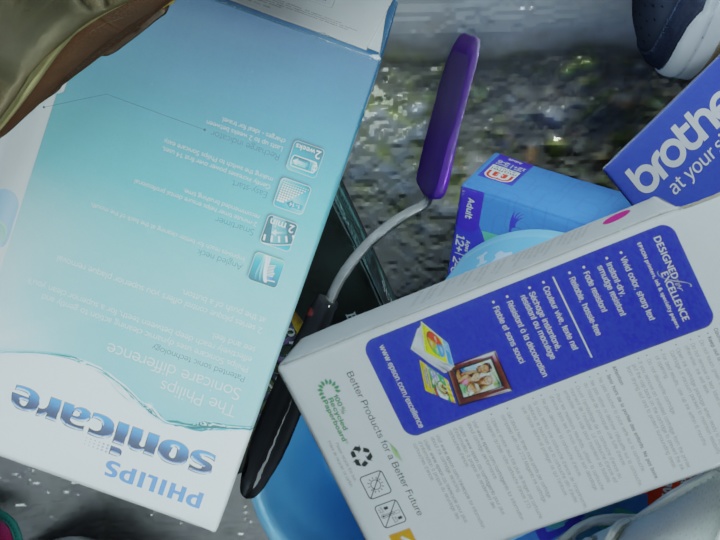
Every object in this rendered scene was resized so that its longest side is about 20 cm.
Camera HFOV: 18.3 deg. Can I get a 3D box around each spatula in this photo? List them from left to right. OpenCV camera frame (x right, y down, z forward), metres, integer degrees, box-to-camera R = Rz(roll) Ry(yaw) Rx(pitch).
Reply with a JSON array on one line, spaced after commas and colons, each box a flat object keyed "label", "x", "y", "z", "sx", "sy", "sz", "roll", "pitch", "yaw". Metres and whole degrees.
[{"label": "spatula", "x": 0.000, "y": 0.000, "z": 0.873, "sx": 0.020, "sy": 0.057, "sz": 0.201, "roll": 29, "pitch": 95, "yaw": -12}]

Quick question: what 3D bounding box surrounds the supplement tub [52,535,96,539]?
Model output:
[{"label": "supplement tub", "x": -0.095, "y": 0.226, "z": 1.055, "sx": 0.122, "sy": 0.123, "sz": 0.200, "roll": -34, "pitch": 122, "yaw": 24}]

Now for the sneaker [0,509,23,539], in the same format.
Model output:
[{"label": "sneaker", "x": -0.213, "y": 0.145, "z": 1.019, "sx": 0.120, "sy": 0.084, "sz": 0.201, "roll": 4, "pitch": 128, "yaw": 8}]

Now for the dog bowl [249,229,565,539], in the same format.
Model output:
[{"label": "dog bowl", "x": 0.035, "y": 0.065, "z": 0.898, "sx": 0.199, "sy": 0.050, "sz": 0.112, "roll": -30, "pitch": 96, "yaw": 34}]

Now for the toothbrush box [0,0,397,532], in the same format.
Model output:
[{"label": "toothbrush box", "x": -0.086, "y": -0.025, "z": 0.836, "sx": 0.145, "sy": 0.085, "sz": 0.201, "roll": 18, "pitch": 111, "yaw": -1}]

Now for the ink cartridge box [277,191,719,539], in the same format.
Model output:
[{"label": "ink cartridge box", "x": 0.076, "y": 0.038, "z": 0.814, "sx": 0.199, "sy": 0.037, "sz": 0.095, "roll": -22, "pitch": 102, "yaw": 25}]

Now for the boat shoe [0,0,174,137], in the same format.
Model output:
[{"label": "boat shoe", "x": -0.088, "y": -0.110, "z": 0.725, "sx": 0.200, "sy": 0.068, "sz": 0.072, "roll": -39, "pitch": 92, "yaw": 17}]

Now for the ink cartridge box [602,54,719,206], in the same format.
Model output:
[{"label": "ink cartridge box", "x": 0.188, "y": -0.067, "z": 0.790, "sx": 0.200, "sy": 0.044, "sz": 0.094, "roll": -46, "pitch": 74, "yaw": 25}]

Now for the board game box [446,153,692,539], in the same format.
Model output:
[{"label": "board game box", "x": 0.127, "y": 0.054, "z": 0.904, "sx": 0.198, "sy": 0.045, "sz": 0.153, "roll": 17, "pitch": 118, "yaw": 18}]

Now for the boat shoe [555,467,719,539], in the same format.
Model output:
[{"label": "boat shoe", "x": 0.094, "y": 0.133, "z": 0.876, "sx": 0.085, "sy": 0.075, "sz": 0.203, "roll": 18, "pitch": 132, "yaw": -15}]

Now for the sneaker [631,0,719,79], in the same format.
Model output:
[{"label": "sneaker", "x": 0.089, "y": -0.163, "z": 0.783, "sx": 0.107, "sy": 0.070, "sz": 0.202, "roll": 2, "pitch": 123, "yaw": -7}]

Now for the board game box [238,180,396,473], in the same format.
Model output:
[{"label": "board game box", "x": -0.062, "y": 0.001, "z": 0.937, "sx": 0.134, "sy": 0.028, "sz": 0.201, "roll": -17, "pitch": 126, "yaw": 11}]
